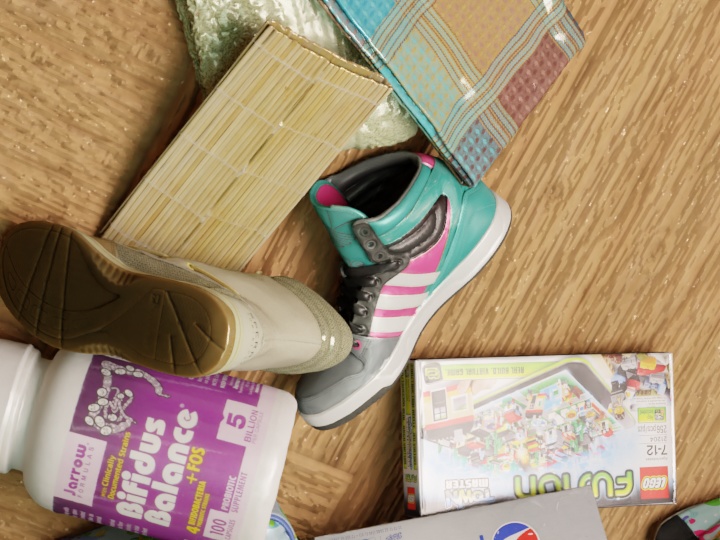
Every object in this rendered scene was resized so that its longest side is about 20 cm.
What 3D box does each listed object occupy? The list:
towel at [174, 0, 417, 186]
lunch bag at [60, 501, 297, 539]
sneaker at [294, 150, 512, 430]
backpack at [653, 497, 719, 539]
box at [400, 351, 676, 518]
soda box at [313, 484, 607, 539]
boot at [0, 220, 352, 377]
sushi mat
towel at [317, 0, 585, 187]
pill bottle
[{"bbox_3d":[-0.042,-0.158,1.267,0.147,0.037,0.202,-18,116,-11],"label":"towel"},{"bbox_3d":[-0.129,0.244,1.374,0.198,0.082,0.162,-22,116,-10],"label":"lunch bag"},{"bbox_3d":[0.000,0.000,1.317,0.121,0.084,0.200,41,87,-33],"label":"sneaker"},{"bbox_3d":[0.335,0.248,1.506,0.198,0.151,0.179,-19,115,-16],"label":"backpack"},{"bbox_3d":[0.127,0.115,1.414,0.198,0.035,0.111,-1,87,-19],"label":"box"},{"bbox_3d":[0.070,0.207,1.369,0.198,0.069,0.064,-11,148,-6],"label":"soda box"},{"bbox_3d":[-0.119,0.021,1.269,0.154,0.199,0.073,4,102,-57],"label":"boot"},{"bbox_3d":[-0.075,-0.068,1.266,0.095,0.012,0.200,25,123,-28],"label":"sushi mat"},{"bbox_3d":[0.058,-0.171,1.273,0.147,0.022,0.200,-52,123,-19],"label":"towel"},{"bbox_3d":[-0.147,0.108,1.276,0.198,0.112,0.113,14,107,-2],"label":"pill bottle"}]
